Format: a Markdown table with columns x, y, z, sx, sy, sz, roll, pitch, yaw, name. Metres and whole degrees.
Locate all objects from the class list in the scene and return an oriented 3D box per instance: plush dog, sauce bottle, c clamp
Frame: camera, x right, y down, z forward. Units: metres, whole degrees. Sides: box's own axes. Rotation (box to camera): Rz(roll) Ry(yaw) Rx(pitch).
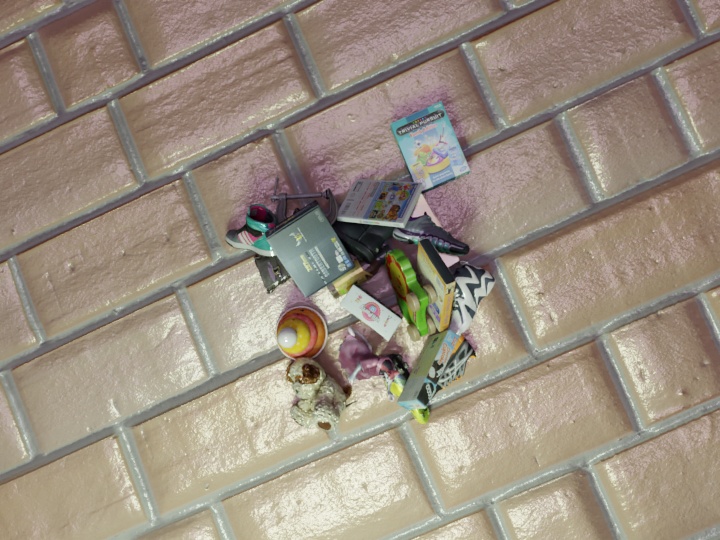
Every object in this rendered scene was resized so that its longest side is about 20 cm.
| x | y | z | sx | sy | sz | roll | pitch | yaw | name |
| --- | --- | --- | --- | --- | --- | --- | --- | --- | --- |
| -0.115 | 0.298 | 1.494 | 0.160 | 0.199 | 0.173 | -40 | 103 | -30 | plush dog |
| 0.000 | 0.000 | 1.542 | 0.198 | 0.065 | 0.065 | -32 | 85 | 4 | sauce bottle |
| -0.151 | -0.178 | 1.534 | 0.196 | 0.027 | 0.173 | 3 | 62 | 12 | c clamp |

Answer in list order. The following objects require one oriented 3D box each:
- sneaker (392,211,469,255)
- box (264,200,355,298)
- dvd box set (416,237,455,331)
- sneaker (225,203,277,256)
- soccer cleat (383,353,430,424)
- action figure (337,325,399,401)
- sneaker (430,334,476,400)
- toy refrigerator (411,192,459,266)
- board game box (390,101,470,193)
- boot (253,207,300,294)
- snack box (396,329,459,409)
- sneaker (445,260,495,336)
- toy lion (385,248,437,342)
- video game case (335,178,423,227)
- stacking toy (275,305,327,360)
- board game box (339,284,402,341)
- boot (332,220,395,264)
| x | y | z | sx | sy | sz | roll | pitch | yaw | name |
| --- | --- | --- | --- | --- | --- | --- | --- | --- | --- |
| 0.183 | -0.100 | 1.454 | 0.197 | 0.074 | 0.089 | 15 | 83 | 6 | sneaker |
| -0.126 | -0.052 | 1.474 | 0.156 | 0.051 | 0.202 | -31 | 117 | 1 | box |
| 0.181 | 0.037 | 1.436 | 0.029 | 0.202 | 0.147 | -19 | 53 | -13 | dvd box set |
| -0.286 | -0.115 | 1.524 | 0.198 | 0.083 | 0.123 | 15 | 115 | 34 | sneaker |
| 0.113 | 0.314 | 1.527 | 0.083 | 0.065 | 0.202 | -31 | 89 | 32 | soccer cleat |
| 0.036 | 0.237 | 1.477 | 0.133 | 0.198 | 0.151 | 33 | 70 | -35 | action figure |
| 0.225 | 0.260 | 1.495 | 0.077 | 0.078 | 0.201 | 39 | 80 | -6 | sneaker |
| 0.185 | -0.097 | 1.526 | 0.069 | 0.076 | 0.202 | -29 | 84 | 3 | toy refrigerator |
| 0.185 | -0.325 | 1.553 | 0.149 | 0.047 | 0.203 | -23 | 85 | 3 | board game box |
| -0.210 | -0.054 | 1.566 | 0.171 | 0.069 | 0.203 | -16 | 79 | 12 | boot |
| 0.168 | 0.248 | 1.449 | 0.037 | 0.116 | 0.202 | 34 | 67 | -9 | snack box |
| 0.246 | 0.066 | 1.500 | 0.129 | 0.079 | 0.201 | 34 | 92 | -2 | sneaker |
| 0.118 | 0.052 | 1.479 | 0.068 | 0.202 | 0.193 | -23 | 49 | -14 | toy lion |
| 0.048 | -0.177 | 1.500 | 0.197 | 0.018 | 0.144 | 8 | 55 | 30 | video game case |
| -0.165 | 0.165 | 1.480 | 0.143 | 0.200 | 0.149 | 0 | 87 | 4 | stacking toy |
| 0.033 | 0.104 | 1.465 | 0.147 | 0.200 | 0.065 | 36 | 92 | 5 | board game box |
| 0.008 | -0.127 | 1.546 | 0.199 | 0.077 | 0.168 | 32 | 70 | 30 | boot |
